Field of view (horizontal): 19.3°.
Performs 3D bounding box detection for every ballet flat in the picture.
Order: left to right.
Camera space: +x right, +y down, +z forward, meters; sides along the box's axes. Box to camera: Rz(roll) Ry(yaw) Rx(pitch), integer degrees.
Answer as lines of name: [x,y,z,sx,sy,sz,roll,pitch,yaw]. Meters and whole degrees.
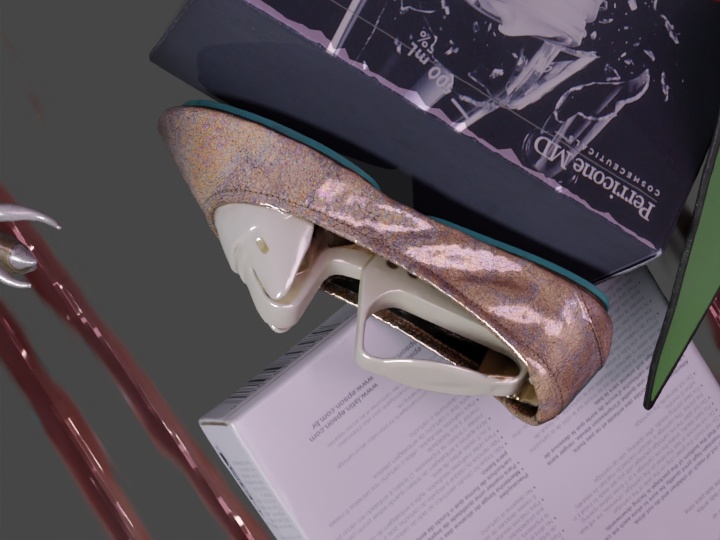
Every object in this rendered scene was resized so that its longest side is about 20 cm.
ballet flat: [0.000,0.000,0.815,0.199,0.068,0.068,25,66,8]

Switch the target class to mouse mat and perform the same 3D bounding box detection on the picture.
mouse mat: [0.157,-0.058,0.852,0.007,0.201,0.161,22,38,15]

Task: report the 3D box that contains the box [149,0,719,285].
box: [0.051,-0.120,0.832,0.199,0.104,0.183,29,73,-11]

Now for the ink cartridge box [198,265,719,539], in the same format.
ink cartridge box: [0.064,0.084,0.888,0.199,0.041,0.201,-37,101,-21]

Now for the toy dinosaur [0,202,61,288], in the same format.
toy dinosaur: [-0.215,-0.017,0.735,0.199,0.102,0.078,-10,92,-25]
